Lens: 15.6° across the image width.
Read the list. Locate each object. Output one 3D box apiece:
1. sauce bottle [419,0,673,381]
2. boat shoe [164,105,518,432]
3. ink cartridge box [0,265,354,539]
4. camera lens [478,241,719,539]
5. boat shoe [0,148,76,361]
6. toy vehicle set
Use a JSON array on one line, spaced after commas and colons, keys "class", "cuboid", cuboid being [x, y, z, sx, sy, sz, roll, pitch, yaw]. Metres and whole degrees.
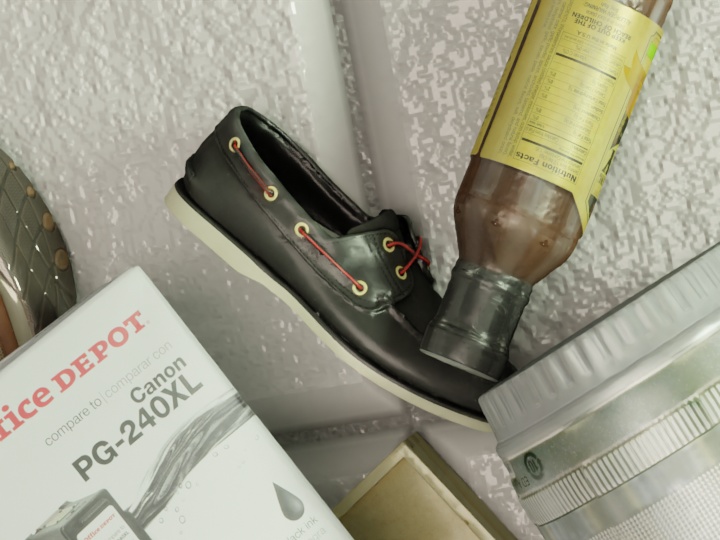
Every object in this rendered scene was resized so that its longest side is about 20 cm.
[{"class": "sauce bottle", "cuboid": [0.082, -0.048, 1.217, 0.064, 0.065, 0.201, 22, 88, 12]}, {"class": "boat shoe", "cuboid": [-0.001, 0.000, 1.262, 0.201, 0.074, 0.063, 39, 108, 10]}, {"class": "ink cartridge box", "cuboid": [-0.107, 0.121, 1.229, 0.145, 0.083, 0.200, -39, 93, -22]}, {"class": "camera lens", "cuboid": [0.165, 0.104, 1.183, 0.160, 0.160, 0.201, -33, 87, 16]}, {"class": "boat shoe", "cuboid": [-0.179, 0.032, 1.317, 0.071, 0.076, 0.201, -20, 89, 19]}, {"class": "toy vehicle set", "cuboid": [-0.002, 0.192, 1.309, 0.200, 0.027, 0.124, -44, 84, 16]}]
